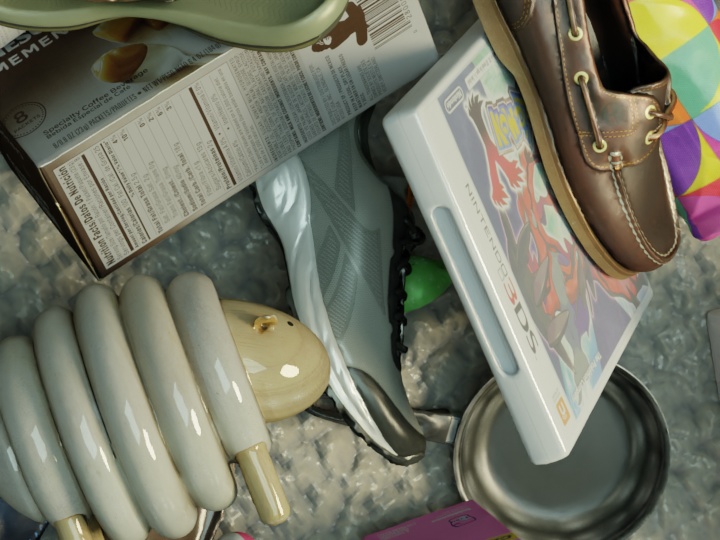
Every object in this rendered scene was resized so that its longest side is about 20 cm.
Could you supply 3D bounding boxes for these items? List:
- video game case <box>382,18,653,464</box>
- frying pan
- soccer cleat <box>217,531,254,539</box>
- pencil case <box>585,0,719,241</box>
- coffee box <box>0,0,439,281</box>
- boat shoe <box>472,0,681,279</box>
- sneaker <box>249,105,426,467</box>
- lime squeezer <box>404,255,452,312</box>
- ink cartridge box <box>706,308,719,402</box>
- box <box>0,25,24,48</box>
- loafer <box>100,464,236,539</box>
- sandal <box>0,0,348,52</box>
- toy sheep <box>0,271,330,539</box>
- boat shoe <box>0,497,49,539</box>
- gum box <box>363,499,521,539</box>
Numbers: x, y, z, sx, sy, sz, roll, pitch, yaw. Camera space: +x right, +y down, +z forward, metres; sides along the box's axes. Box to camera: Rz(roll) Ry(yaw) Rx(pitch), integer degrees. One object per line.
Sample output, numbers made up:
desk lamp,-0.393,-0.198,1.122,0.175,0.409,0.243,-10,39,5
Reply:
video game case,0.084,-0.027,1.131,0.023,0.200,0.182,-18,105,25
frying pan,0.069,0.102,1.210,0.190,0.031,0.115,-8,102,1
soccer cleat,-0.057,0.235,1.163,0.086,0.070,0.200,-19,99,-21
pencil case,0.159,-0.115,1.197,0.088,0.088,0.200,-35,101,-10
coffee box,-0.080,-0.101,1.110,0.200,0.114,0.080,-33,133,-10
boat shoe,0.119,-0.087,1.133,0.070,0.070,0.200,-15,115,29
sneaker,0.000,0.000,1.142,0.079,0.074,0.200,-17,84,3
lime squeezer,0.051,0.028,1.199,0.200,0.038,0.071,1,93,-15
ink cartridge box,0.312,0.077,1.213,0.200,0.147,0.146,-11,95,-13
box,-0.230,-0.152,1.090,0.200,0.036,0.144,-37,77,-11
loafer,-0.114,0.155,1.145,0.073,0.071,0.200,24,86,-14
sandal,-0.103,-0.149,1.040,0.201,0.057,0.080,7,73,8
toy sheep,-0.110,0.071,1.075,0.200,0.138,0.138,-20,98,-6
boat shoe,-0.217,0.164,1.121,0.084,0.069,0.200,42,82,-13
gum box,0.069,0.231,1.165,0.066,0.113,0.200,-18,104,-13
